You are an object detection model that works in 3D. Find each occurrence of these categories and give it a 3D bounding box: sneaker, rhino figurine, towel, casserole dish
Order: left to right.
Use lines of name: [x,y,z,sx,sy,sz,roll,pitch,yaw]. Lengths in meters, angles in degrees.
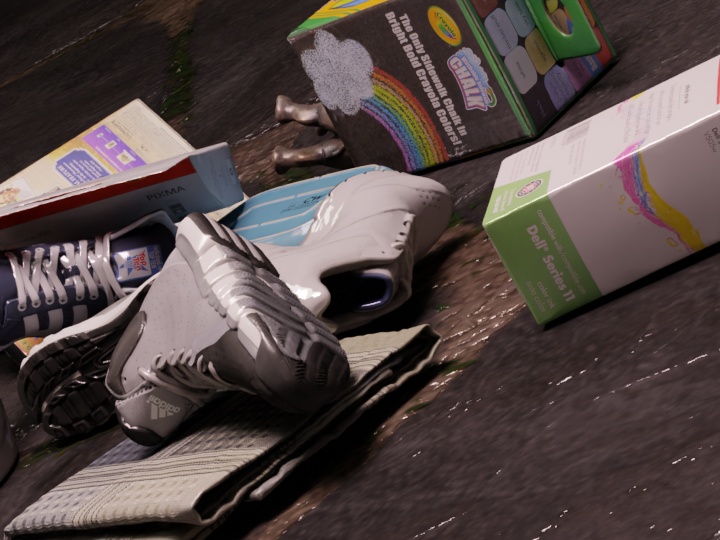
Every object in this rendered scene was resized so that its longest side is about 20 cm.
sneaker: [-0.185,0.006,1.786,0.108,0.070,0.200,-26,-19,40]
sneaker: [-0.116,0.033,1.713,0.200,0.074,0.079,-22,10,26]
sneaker: [-0.077,0.056,1.480,0.116,0.075,0.200,-53,26,9]
towel: [-0.072,0.096,1.507,0.192,0.035,0.200,-35,13,-34]
casserole dish: [-0.045,-0.024,1.845,0.200,0.039,0.121,-10,24,50]
sneaker: [0.000,0.000,1.622,0.087,0.075,0.200,6,27,35]
rhino figurine: [0.006,-0.125,2.046,0.087,0.060,0.200,-2,23,21]

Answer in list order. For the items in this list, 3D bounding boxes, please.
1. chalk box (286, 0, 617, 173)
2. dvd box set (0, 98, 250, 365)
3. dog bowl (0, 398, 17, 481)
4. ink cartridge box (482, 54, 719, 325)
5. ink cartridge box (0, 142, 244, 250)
chalk box: [0.078,-0.155,1.889,0.200,0.125,0.124,-15,20,41]
dvd box set: [-0.191,-0.025,1.978,0.200,0.029,0.146,-35,55,-22]
dog bowl: [-0.302,0.132,1.750,0.200,0.059,0.200,-28,14,7]
ink cartridge box: [0.171,-0.056,1.475,0.200,0.067,0.117,-26,14,17]
ink cartridge box: [-0.172,-0.036,1.835,0.160,0.047,0.200,-15,5,10]
